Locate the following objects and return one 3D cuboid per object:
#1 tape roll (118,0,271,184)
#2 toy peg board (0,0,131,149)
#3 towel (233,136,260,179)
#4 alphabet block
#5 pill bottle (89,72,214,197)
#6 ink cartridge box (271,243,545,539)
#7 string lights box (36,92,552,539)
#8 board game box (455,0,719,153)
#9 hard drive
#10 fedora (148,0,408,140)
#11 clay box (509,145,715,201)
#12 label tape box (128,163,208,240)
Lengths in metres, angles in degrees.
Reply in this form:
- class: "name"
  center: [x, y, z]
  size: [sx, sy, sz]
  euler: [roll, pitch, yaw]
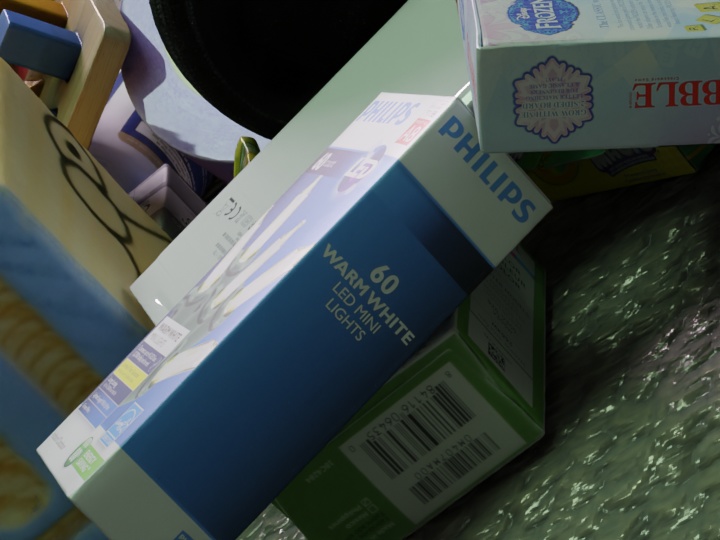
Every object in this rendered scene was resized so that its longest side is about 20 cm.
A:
- class: "tape roll"
  center: [-0.031, -0.139, 1.206]
  size: [0.198, 0.085, 0.202]
  euler: [-11, 67, 26]
- class: "toy peg board"
  center: [-0.233, -0.100, 1.280]
  size: [0.201, 0.097, 0.199]
  euler: [-65, 27, 20]
- class: "towel"
  center: [-0.050, 0.015, 1.035]
  size: [0.018, 0.087, 0.200]
  euler: [-3, 28, -4]
- class: "alphabet block"
  center: [-0.190, 0.045, 1.069]
  size: [0.196, 0.196, 0.200]
  euler: [-38, 23, 7]
- class: "pill bottle"
  center: [-0.145, -0.091, 1.470]
  size: [0.111, 0.111, 0.201]
  euler: [-29, 21, 34]
- class: "ink cartridge box"
  center: [0.021, 0.029, 0.907]
  size: [0.104, 0.059, 0.200]
  euler: [-37, 18, 19]
- class: "string lights box"
  center: [-0.028, 0.024, 0.822]
  size: [0.200, 0.059, 0.103]
  euler: [-46, 15, -7]
- class: "board game box"
  center: [0.137, -0.098, 0.822]
  size: [0.197, 0.042, 0.200]
  euler: [-2, 22, 1]
- class: "hard drive"
  center: [-0.011, -0.039, 0.948]
  size: [0.200, 0.025, 0.132]
  euler: [-46, 25, -1]
- class: "fedora"
  center: [-0.009, -0.158, 1.067]
  size: [0.200, 0.201, 0.092]
  euler: [-30, 26, 33]
- class: "clay box"
  center: [0.143, -0.101, 0.983]
  size: [0.200, 0.048, 0.115]
  euler: [-51, 18, -23]
- class: "label tape box"
  center: [-0.147, 0.029, 1.263]
  size: [0.144, 0.063, 0.200]
  euler: [-39, 17, 9]
